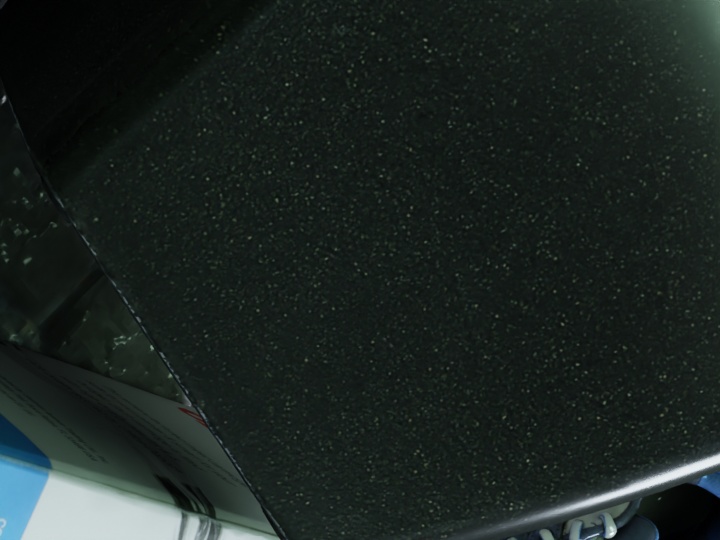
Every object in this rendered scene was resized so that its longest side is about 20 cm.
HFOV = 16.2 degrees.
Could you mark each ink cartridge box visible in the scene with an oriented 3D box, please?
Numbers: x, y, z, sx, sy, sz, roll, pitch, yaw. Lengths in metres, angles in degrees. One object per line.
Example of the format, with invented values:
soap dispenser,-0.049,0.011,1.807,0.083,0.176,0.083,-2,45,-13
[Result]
ink cartridge box,-0.096,0.076,0.723,0.199,0.146,0.085,23,94,-41

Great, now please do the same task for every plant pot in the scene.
plant pot,0.015,-0.040,0.664,0.177,0.200,0.200,-34,113,-2

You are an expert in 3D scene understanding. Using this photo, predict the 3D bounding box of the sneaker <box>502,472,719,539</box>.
sneaker,0.062,0.098,0.896,0.199,0.085,0.078,-21,121,-28
